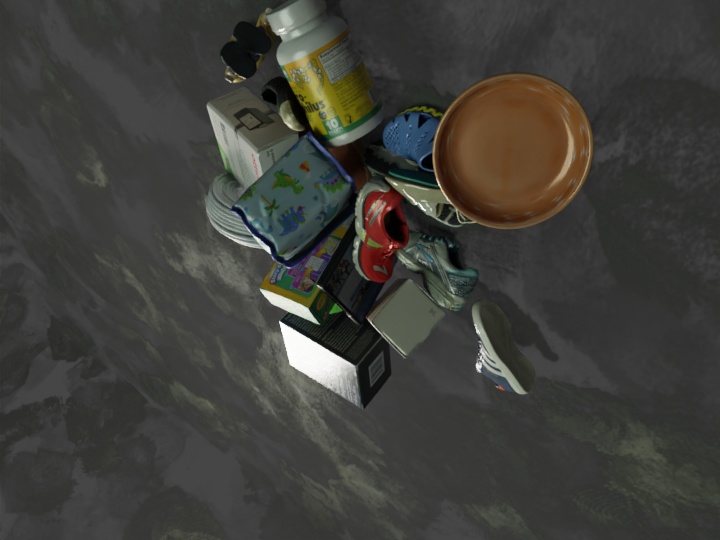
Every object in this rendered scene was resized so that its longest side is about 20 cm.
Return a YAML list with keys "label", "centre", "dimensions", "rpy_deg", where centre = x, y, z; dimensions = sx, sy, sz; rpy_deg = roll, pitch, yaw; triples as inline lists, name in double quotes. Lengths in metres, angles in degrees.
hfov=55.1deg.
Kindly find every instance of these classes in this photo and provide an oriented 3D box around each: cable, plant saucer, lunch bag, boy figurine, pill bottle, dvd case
- label: "cable"
  centre: [-0.187, -0.114, 1.283]
  dimensions: [0.201, 0.197, 0.070]
  rpy_deg: [-114, 36, -55]
- label: "plant saucer"
  centre: [0.190, -0.151, 0.870]
  dimensions: [0.196, 0.038, 0.203]
  rpy_deg: [4, 120, 6]
- label: "lunch bag"
  centre: [-0.094, -0.099, 1.081]
  dimensions: [0.128, 0.170, 0.200]
  rpy_deg: [47, 177, 2]
- label: "boy figurine"
  centre: [-0.168, -0.346, 1.055]
  dimensions: [0.064, 0.125, 0.201]
  rpy_deg: [32, -165, -19]
- label: "pill bottle"
  centre: [-0.052, -0.291, 0.994]
  dimensions: [0.112, 0.113, 0.202]
  rpy_deg: [3, 129, 47]
- label: "plant saucer"
  centre: [-0.056, -0.195, 1.186]
  dimensions: [0.199, 0.032, 0.202]
  rpy_deg: [30, 145, 24]
- label: "dvd case"
  centre: [0.000, 0.000, 1.169]
  dimensions: [0.017, 0.144, 0.200]
  rpy_deg: [26, 169, 26]

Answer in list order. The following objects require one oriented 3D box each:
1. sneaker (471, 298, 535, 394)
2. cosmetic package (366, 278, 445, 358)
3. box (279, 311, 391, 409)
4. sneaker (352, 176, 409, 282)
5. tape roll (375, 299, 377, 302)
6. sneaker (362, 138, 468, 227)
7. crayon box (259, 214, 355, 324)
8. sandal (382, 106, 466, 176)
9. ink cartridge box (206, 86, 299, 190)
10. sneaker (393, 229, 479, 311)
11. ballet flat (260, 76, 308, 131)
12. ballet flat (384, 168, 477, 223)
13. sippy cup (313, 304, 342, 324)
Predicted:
- label: "sneaker"
  centre: [0.224, 0.136, 1.195]
  dimensions: [0.084, 0.075, 0.202]
  rpy_deg: [-6, 122, 46]
- label: "cosmetic package"
  centre: [0.072, 0.077, 1.202]
  dimensions: [0.087, 0.104, 0.200]
  rpy_deg: [43, 177, -2]
- label: "box"
  centre: [-0.048, 0.154, 1.378]
  dimensions: [0.198, 0.107, 0.150]
  rpy_deg: [27, 145, 28]
- label: "sneaker"
  centre: [0.037, -0.048, 1.079]
  dimensions: [0.084, 0.077, 0.202]
  rpy_deg: [29, 144, 29]
- label: "tape roll"
  centre: [-0.043, 0.091, 1.464]
  dimensions: [0.198, 0.066, 0.202]
  rpy_deg: [29, 144, 23]
- label: "sneaker"
  centre: [0.090, -0.132, 1.069]
  dimensions: [0.199, 0.078, 0.080]
  rpy_deg: [38, 167, 21]
- label: "crayon box"
  centre: [-0.070, -0.020, 1.189]
  dimensions: [0.118, 0.202, 0.058]
  rpy_deg: [18, 157, 35]
- label: "sandal"
  centre: [0.105, -0.175, 0.971]
  dimensions: [0.198, 0.087, 0.080]
  rpy_deg: [17, 141, 40]
- label: "ink cartridge box"
  centre: [-0.178, -0.207, 1.209]
  dimensions: [0.200, 0.083, 0.147]
  rpy_deg: [45, 154, 39]
- label: "sneaker"
  centre: [0.121, -0.030, 1.146]
  dimensions: [0.200, 0.077, 0.087]
  rpy_deg: [48, 113, 24]
- label: "ballet flat"
  centre: [-0.118, -0.253, 1.073]
  dimensions: [0.067, 0.056, 0.201]
  rpy_deg: [62, -178, -29]
- label: "ballet flat"
  centre: [0.129, -0.102, 0.981]
  dimensions: [0.196, 0.070, 0.070]
  rpy_deg: [8, 138, 13]
- label: "sippy cup"
  centre: [-0.057, 0.013, 1.311]
  dimensions: [0.179, 0.129, 0.140]
  rpy_deg: [57, 158, 18]
